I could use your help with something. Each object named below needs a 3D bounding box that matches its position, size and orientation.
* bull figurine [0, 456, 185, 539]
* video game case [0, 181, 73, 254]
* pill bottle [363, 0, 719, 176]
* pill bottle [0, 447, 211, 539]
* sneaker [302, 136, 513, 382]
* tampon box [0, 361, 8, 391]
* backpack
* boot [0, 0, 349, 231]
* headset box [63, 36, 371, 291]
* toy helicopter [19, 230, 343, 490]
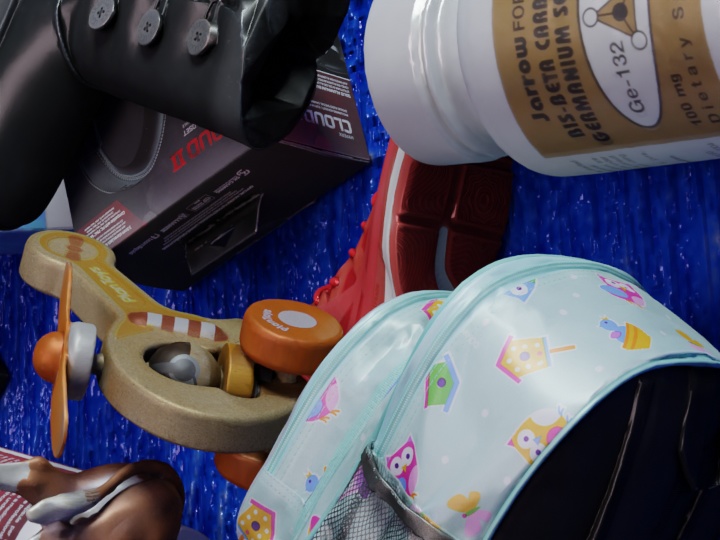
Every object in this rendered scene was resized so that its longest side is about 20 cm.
[{"bbox_3d":[-0.140,0.177,1.092,0.065,0.121,0.201,20,98,52],"label":"bull figurine"},{"bbox_3d":[-0.249,-0.098,1.316,0.045,0.199,0.182,123,142,-68],"label":"video game case"},{"bbox_3d":[0.104,-0.098,1.001,0.199,0.114,0.115,-6,78,41],"label":"pill bottle"},{"bbox_3d":[-0.161,0.155,1.232,0.199,0.113,0.114,9,89,46],"label":"pill bottle"},{"bbox_3d":[0.000,0.000,1.125,0.115,0.078,0.201,7,86,44],"label":"sneaker"},{"bbox_3d":[-0.332,0.064,1.361,0.150,0.199,0.126,-57,49,21],"label":"tampon box"},{"bbox_3d":[0.061,0.088,0.977,0.200,0.175,0.153,-54,54,19],"label":"backpack"},{"bbox_3d":[-0.103,-0.084,1.152,0.199,0.065,0.166,16,94,41],"label":"boot"},{"bbox_3d":[-0.085,-0.096,1.229,0.149,0.077,0.201,-32,59,37],"label":"headset box"},{"bbox_3d":[-0.108,0.032,1.117,0.200,0.132,0.079,37,122,46],"label":"toy helicopter"}]
